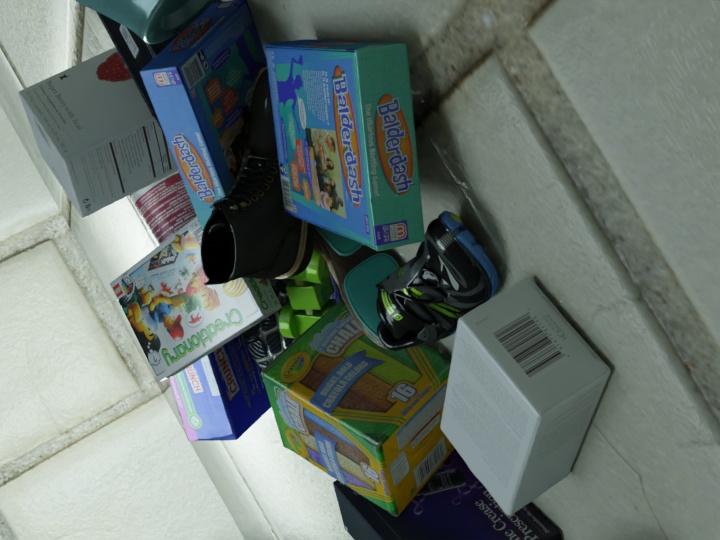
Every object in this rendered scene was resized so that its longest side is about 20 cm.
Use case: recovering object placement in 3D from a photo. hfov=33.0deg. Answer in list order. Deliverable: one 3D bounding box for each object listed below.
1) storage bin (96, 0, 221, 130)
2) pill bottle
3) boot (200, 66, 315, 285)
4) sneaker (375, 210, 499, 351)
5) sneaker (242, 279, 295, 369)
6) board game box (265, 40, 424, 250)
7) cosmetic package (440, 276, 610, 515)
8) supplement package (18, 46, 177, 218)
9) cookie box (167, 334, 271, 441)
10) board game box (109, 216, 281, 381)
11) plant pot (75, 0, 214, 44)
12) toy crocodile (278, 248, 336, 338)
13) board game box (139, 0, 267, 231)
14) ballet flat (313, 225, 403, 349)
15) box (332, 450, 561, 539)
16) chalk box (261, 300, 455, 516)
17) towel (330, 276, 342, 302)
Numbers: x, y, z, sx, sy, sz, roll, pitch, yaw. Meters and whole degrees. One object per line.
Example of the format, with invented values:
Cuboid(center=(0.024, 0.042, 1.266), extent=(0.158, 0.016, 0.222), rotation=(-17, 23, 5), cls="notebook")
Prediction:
Cuboid(center=(-0.206, -0.259, 1.296), extent=(0.200, 0.094, 0.135), rotation=(61, 162, -3), cls="storage bin")
Cuboid(center=(-0.232, -0.079, 1.610), extent=(0.200, 0.109, 0.110), rotation=(60, 162, 3), cls="pill bottle")
Cuboid(center=(-0.094, -0.086, 1.106), extent=(0.077, 0.138, 0.200), rotation=(-1, 97, 27), cls="boot")
Cuboid(center=(0.057, 0.019, 1.012), extent=(0.071, 0.083, 0.200), rotation=(56, 158, 17), cls="sneaker")
Cuboid(center=(-0.101, 0.027, 1.437), extent=(0.080, 0.077, 0.200), rotation=(29, -134, -66), cls="sneaker")
Cuboid(center=(-0.017, -0.109, 0.995), extent=(0.200, 0.045, 0.152), rotation=(-154, 55, -64), cls="board game box")
Cuboid(center=(0.126, 0.106, 0.975), extent=(0.101, 0.071, 0.200), rotation=(52, 160, 25), cls="cosmetic package")
Cuboid(center=(-0.273, -0.177, 1.424), extent=(0.121, 0.200, 0.120), rotation=(51, 160, 26), cls="supplement package")
Cuboid(center=(-0.156, 0.089, 1.481), extent=(0.075, 0.200, 0.171), rotation=(-8, 106, 27), cls="cookie box")
Cuboid(center=(-0.182, 0.027, 1.314), extent=(0.200, 0.035, 0.126), rotation=(-32, 83, 40), cls="board game box")
Cuboid(center=(-0.207, -0.314, 1.085), extent=(0.188, 0.200, 0.200), rotation=(44, 161, 1), cls="plant pot")
Cuboid(center=(-0.054, 0.015, 1.291), extent=(0.067, 0.062, 0.200), rotation=(4, 124, 24), cls="toy crocodile")
Cuboid(center=(-0.127, -0.139, 1.181), extent=(0.045, 0.152, 0.200), rotation=(-3, 123, 26), cls="board game box")
Cuboid(center=(0.000, 0.000, 1.182), extent=(0.200, 0.068, 0.072), rotation=(54, 174, 24), cls="ballet flat")
Cuboid(center=(0.085, 0.257, 1.203), extent=(0.200, 0.141, 0.079), rotation=(40, 153, 46), cls="box")
Cuboid(center=(-0.010, 0.125, 1.215), extent=(0.200, 0.124, 0.124), rotation=(27, 146, 32), cls="chalk box")
Cuboid(center=(-0.051, -0.021, 1.346), extent=(0.200, 0.024, 0.145), rotation=(27, 141, 60), cls="towel")
